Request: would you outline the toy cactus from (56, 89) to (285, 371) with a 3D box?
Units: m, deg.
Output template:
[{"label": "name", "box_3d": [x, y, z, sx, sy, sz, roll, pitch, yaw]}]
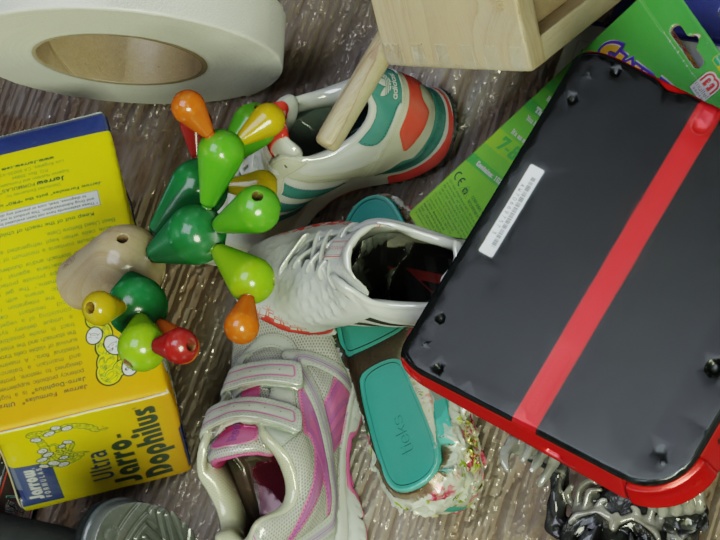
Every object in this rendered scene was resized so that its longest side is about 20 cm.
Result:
[{"label": "toy cactus", "box_3d": [-0.115, -0.016, 1.612, 0.165, 0.102, 0.201, -21, 44, 41]}]

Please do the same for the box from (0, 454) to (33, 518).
[{"label": "box", "box_3d": [-0.268, 0.146, 1.826, 0.137, 0.040, 0.201, 8, 78, 39]}]

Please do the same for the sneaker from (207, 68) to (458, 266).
[{"label": "sneaker", "box_3d": [-0.045, -0.069, 1.712, 0.199, 0.093, 0.071, -25, 60, 26]}]

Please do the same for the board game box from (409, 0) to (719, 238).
[{"label": "board game box", "box_3d": [0.121, -0.061, 1.580, 0.200, 0.030, 0.096, -45, 51, 20]}]

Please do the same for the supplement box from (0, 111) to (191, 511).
[{"label": "supplement box", "box_3d": [-0.179, 0.025, 1.740, 0.109, 0.109, 0.201, -13, 61, -3]}]

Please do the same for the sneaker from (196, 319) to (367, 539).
[{"label": "sneaker", "box_3d": [-0.048, 0.091, 1.656, 0.081, 0.088, 0.201, -22, 61, 28]}]

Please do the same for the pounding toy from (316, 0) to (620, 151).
[{"label": "pounding toy", "box_3d": [0.060, -0.190, 1.599, 0.142, 0.201, 0.184, 6, 31, 37]}]

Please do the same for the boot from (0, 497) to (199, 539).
[{"label": "boot", "box_3d": [-0.174, 0.164, 1.674, 0.200, 0.165, 0.066, 13, 70, 38]}]

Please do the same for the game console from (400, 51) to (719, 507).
[{"label": "game console", "box_3d": [0.138, 0.004, 1.461, 0.177, 0.031, 0.200, 28, 82, 27]}]

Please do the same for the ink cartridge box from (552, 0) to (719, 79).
[{"label": "ink cartridge box", "box_3d": [0.187, -0.078, 1.581, 0.196, 0.043, 0.201, 13, 82, 39]}]

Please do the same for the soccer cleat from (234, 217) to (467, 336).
[{"label": "soccer cleat", "box_3d": [0.000, 0.000, 1.578, 0.200, 0.085, 0.069, 6, 74, 38]}]

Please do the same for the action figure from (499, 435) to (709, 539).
[{"label": "action figure", "box_3d": [0.133, 0.101, 1.497, 0.118, 0.102, 0.201, 8, 91, 21]}]

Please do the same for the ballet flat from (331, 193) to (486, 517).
[{"label": "ballet flat", "box_3d": [0.028, 0.053, 1.631, 0.075, 0.064, 0.201, -23, 58, 26]}]

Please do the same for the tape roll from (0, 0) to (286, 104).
[{"label": "tape roll", "box_3d": [-0.144, -0.144, 1.745, 0.202, 0.203, 0.037, -5, 74, 34]}]
